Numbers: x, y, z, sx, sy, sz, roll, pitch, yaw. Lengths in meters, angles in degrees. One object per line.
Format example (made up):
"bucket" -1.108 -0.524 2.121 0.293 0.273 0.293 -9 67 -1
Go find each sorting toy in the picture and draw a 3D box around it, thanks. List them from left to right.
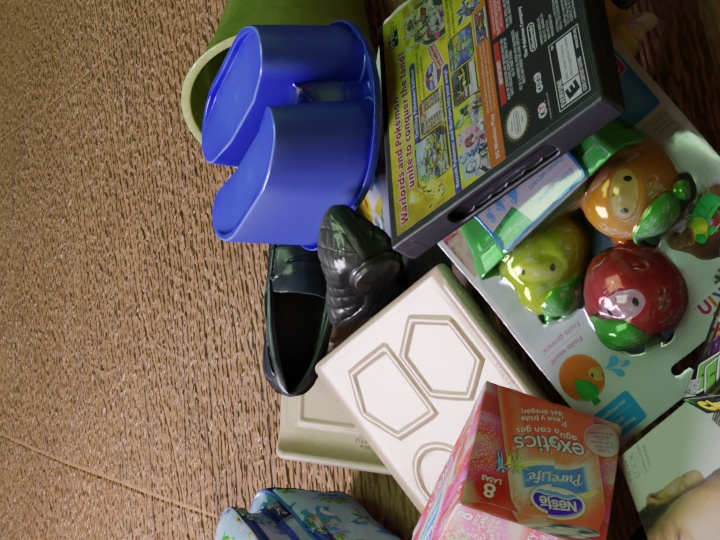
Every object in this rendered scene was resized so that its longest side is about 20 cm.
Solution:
"sorting toy" 0.014 0.069 1.095 0.185 0.036 0.200 3 85 33
"sorting toy" 0.070 0.106 0.960 0.185 0.036 0.200 53 140 4

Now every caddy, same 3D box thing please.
"caddy" -0.044 -0.097 0.950 0.200 0.105 0.142 132 131 -58

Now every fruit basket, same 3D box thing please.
"fruit basket" 0.156 -0.012 0.814 0.185 0.094 0.200 -45 69 28

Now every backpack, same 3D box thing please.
"backpack" -0.043 0.292 1.082 0.200 0.147 0.183 21 103 57

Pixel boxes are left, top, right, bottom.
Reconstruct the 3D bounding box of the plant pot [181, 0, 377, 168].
"plant pot" -0.063 -0.224 1.243 0.200 0.200 0.190 -46 33 45

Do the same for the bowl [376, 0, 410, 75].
"bowl" 0.072 -0.149 1.076 0.200 0.075 0.200 7 88 61

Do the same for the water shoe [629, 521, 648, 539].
"water shoe" 0.155 0.250 0.816 0.071 0.079 0.200 34 112 57

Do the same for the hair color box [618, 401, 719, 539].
"hair color box" 0.242 0.105 0.723 0.200 0.065 0.109 -53 40 42

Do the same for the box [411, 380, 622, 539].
"box" 0.091 0.181 0.851 0.200 0.095 0.103 108 -179 -48

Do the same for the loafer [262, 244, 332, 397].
"loafer" -0.044 0.006 1.060 0.070 0.068 0.201 -130 47 -78

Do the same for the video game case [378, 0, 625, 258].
"video game case" 0.082 -0.132 0.828 0.181 0.025 0.200 -35 44 38

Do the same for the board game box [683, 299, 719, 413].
"board game box" 0.244 -0.018 0.701 0.200 0.023 0.105 -65 15 -18

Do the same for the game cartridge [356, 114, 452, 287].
"game cartridge" 0.012 -0.076 1.040 0.200 0.040 0.133 -127 25 -46

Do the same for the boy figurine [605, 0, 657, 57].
"boy figurine" 0.160 -0.154 0.885 0.124 0.064 0.200 10 79 68

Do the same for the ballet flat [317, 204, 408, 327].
"ballet flat" 0.000 0.000 0.973 0.057 0.066 0.200 60 170 14

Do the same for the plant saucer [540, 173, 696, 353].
"plant saucer" 0.163 -0.023 0.920 0.200 0.036 0.200 -24 62 57
